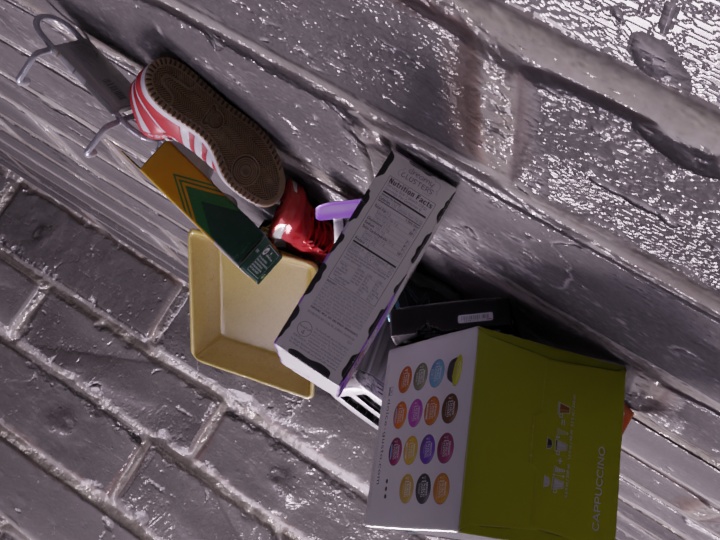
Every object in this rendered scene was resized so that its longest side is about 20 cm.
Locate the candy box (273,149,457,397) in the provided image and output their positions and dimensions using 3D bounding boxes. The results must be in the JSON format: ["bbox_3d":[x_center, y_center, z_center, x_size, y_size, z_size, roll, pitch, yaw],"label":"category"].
[{"bbox_3d":[0.003,0.010,0.915,0.071,0.202,0.168,30,169,4],"label":"candy box"}]

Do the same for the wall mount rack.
[{"bbox_3d":[-0.306,-0.211,1.165,0.200,0.075,0.174,46,-152,0],"label":"wall mount rack"}]

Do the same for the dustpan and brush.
[{"bbox_3d":[-0.221,-0.136,1.317,0.198,0.058,0.140,30,169,19],"label":"dustpan and brush"}]

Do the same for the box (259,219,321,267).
[{"bbox_3d":[-0.056,0.006,1.502,0.200,0.050,0.159,41,169,-34],"label":"box"}]

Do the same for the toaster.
[{"bbox_3d":[0.045,0.137,1.319,0.199,0.131,0.113,40,150,-27],"label":"toaster"}]

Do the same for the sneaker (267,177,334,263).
[{"bbox_3d":[-0.048,-0.052,1.209,0.114,0.080,0.200,21,176,-2],"label":"sneaker"}]

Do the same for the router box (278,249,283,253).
[{"bbox_3d":[-0.114,0.027,1.462,0.149,0.063,0.200,32,169,9],"label":"router box"}]

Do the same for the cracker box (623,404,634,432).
[{"bbox_3d":[0.230,0.196,1.258,0.058,0.135,0.199,39,168,-35],"label":"cracker box"}]

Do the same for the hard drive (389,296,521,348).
[{"bbox_3d":[0.120,0.084,1.170,0.137,0.039,0.200,-7,157,13],"label":"hard drive"}]

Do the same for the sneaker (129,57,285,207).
[{"bbox_3d":[-0.172,-0.148,1.087,0.200,0.072,0.112,46,161,-22],"label":"sneaker"}]

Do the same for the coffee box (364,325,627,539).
[{"bbox_3d":[0.145,0.190,1.062,0.197,0.203,0.197,16,163,-24],"label":"coffee box"}]

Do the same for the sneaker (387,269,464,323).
[{"bbox_3d":[0.057,0.035,1.198,0.199,0.083,0.073,37,166,-25],"label":"sneaker"}]

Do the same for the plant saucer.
[{"bbox_3d":[-0.134,0.049,1.313,0.197,0.048,0.203,16,119,23],"label":"plant saucer"}]

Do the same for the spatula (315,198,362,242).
[{"bbox_3d":[-0.026,-0.033,1.151,0.055,0.021,0.201,-6,151,-6],"label":"spatula"}]

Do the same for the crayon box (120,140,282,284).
[{"bbox_3d":[-0.187,-0.078,1.186,0.200,0.052,0.126,43,176,10],"label":"crayon box"}]
